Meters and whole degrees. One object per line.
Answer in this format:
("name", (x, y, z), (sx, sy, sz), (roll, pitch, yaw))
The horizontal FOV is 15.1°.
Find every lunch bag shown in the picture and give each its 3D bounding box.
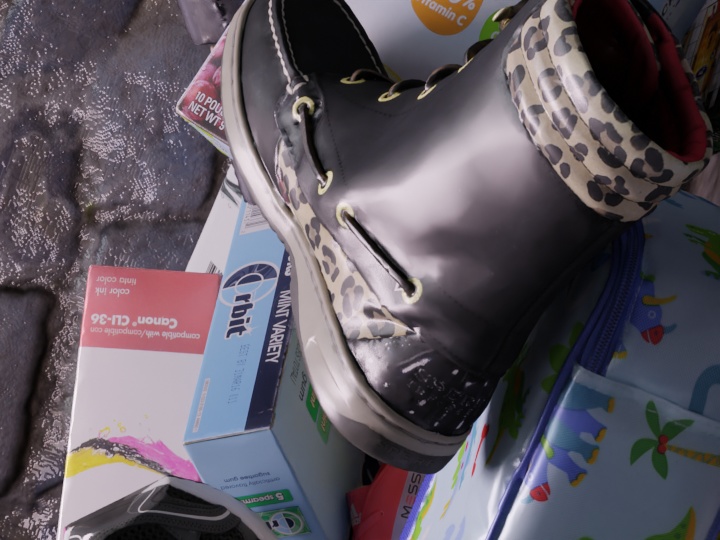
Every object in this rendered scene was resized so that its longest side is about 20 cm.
("lunch bag", (0.073, 0.069, 0.931), (0.161, 0.082, 0.200), (-85, 16, -73))

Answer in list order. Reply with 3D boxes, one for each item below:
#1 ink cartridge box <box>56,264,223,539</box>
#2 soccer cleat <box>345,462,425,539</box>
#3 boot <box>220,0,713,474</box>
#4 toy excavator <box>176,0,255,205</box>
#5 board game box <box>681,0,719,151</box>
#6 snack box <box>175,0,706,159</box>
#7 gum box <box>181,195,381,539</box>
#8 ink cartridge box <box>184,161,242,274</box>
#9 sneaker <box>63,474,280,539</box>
("ink cartridge box", (-0.095, 0.108, 1.256), (0.116, 0.067, 0.200), (58, -143, -74))
("soccer cleat", (0.022, 0.129, 1.131), (0.067, 0.076, 0.200), (127, 157, -68))
("boot", (0.032, -0.054, 0.884), (0.154, 0.073, 0.204), (-47, 42, 33))
("toy excavator", (0.041, -0.118, 1.198), (0.194, 0.200, 0.100), (-61, -44, -68))
("board game box", (0.147, -0.098, 1.038), (0.200, 0.023, 0.105), (149, 142, -79))
("snack box", (0.044, -0.103, 1.007), (0.200, 0.142, 0.053), (-56, -24, -2))
("gum box", (-0.011, 0.084, 1.207), (0.170, 0.044, 0.200), (-80, -28, -48))
("ink cartridge box", (0.000, 0.000, 1.342), (0.083, 0.147, 0.200), (-28, -25, -41))
("sneaker", (-0.041, 0.170, 1.097), (0.080, 0.200, 0.086), (-37, 25, 6))
